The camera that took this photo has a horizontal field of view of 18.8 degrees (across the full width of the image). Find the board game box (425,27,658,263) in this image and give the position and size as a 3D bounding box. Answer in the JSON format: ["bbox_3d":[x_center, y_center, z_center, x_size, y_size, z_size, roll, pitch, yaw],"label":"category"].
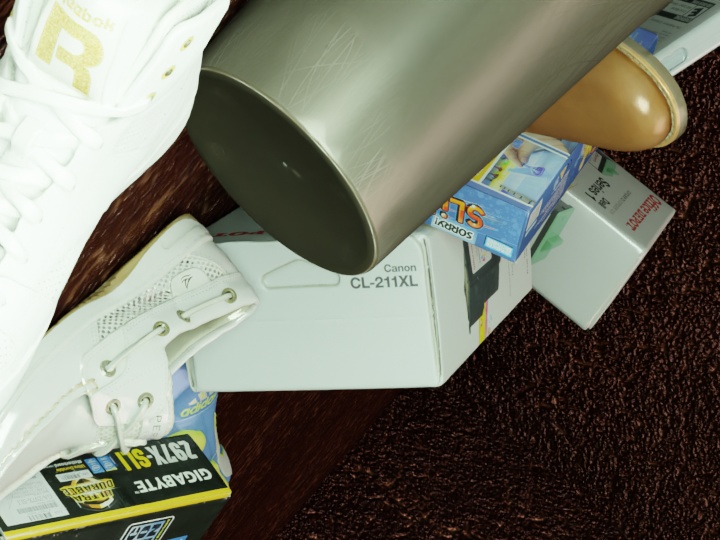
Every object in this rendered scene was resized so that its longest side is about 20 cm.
[{"bbox_3d":[0.062,-0.093,1.157,0.200,0.135,0.035,-50,159,-48],"label":"board game box"}]

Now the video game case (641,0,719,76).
[{"bbox_3d":[0.133,-0.132,1.416,0.182,0.023,0.200,-33,-158,-8],"label":"video game case"}]

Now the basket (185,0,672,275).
[{"bbox_3d":[0.028,-0.105,0.929,0.200,0.136,0.181,-46,167,-21],"label":"basket"}]

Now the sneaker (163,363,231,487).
[{"bbox_3d":[-0.099,0.079,1.250,0.105,0.076,0.200,-55,167,2],"label":"sneaker"}]

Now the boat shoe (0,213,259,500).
[{"bbox_3d":[-0.116,0.052,1.029,0.200,0.069,0.071,-47,175,-37],"label":"boat shoe"}]

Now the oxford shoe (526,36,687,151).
[{"bbox_3d":[0.067,-0.089,1.065,0.071,0.199,0.072,-42,135,-34],"label":"oxford shoe"}]

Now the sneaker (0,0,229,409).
[{"bbox_3d":[-0.100,-0.037,0.623,0.201,0.073,0.116,-60,179,-35],"label":"sneaker"}]

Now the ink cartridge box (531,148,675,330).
[{"bbox_3d":[0.135,-0.062,1.683,0.084,0.200,0.145,-53,175,22],"label":"ink cartridge box"}]

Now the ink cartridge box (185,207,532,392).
[{"bbox_3d":[0.000,0.000,1.201,0.200,0.145,0.084,-38,124,-66],"label":"ink cartridge box"}]

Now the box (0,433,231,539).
[{"bbox_3d":[-0.178,0.176,1.145,0.159,0.049,0.200,-8,140,-50],"label":"box"}]
